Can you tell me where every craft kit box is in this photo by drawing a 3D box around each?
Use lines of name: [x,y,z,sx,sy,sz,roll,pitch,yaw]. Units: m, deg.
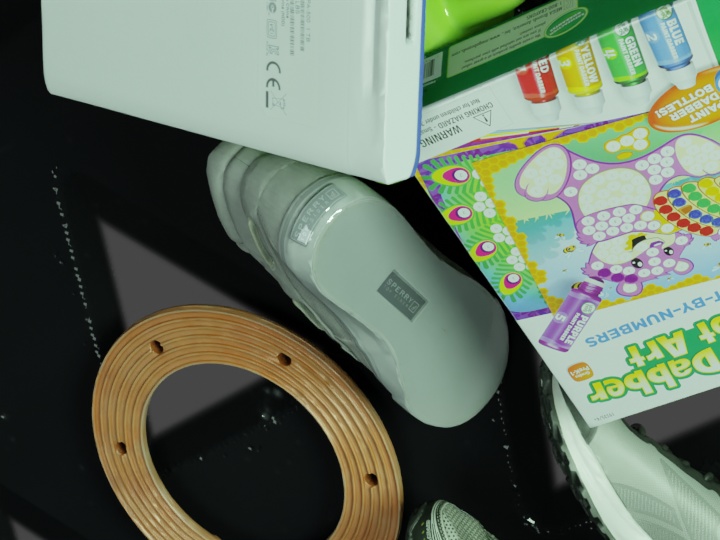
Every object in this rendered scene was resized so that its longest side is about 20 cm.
craft kit box: [0.142,-0.038,0.783,0.200,0.049,0.198,-22,128,24]

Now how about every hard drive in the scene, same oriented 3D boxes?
hard drive: [-0.058,-0.121,0.775,0.200,0.025,0.132,17,115,37]

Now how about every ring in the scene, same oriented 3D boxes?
ring: [-0.065,0.106,1.062,0.200,0.019,0.201,14,123,22]

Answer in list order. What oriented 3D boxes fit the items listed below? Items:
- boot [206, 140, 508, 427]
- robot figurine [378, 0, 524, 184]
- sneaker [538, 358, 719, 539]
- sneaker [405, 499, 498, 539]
boot: [0.000,0.000,0.916,0.096,0.074,0.200,37,170,40]
robot figurine: [-0.011,-0.131,0.838,0.200,0.116,0.176,-12,116,34]
sneaker: [0.156,0.118,0.927,0.079,0.074,0.200,-36,88,2]
sneaker: [0.110,0.182,0.984,0.200,0.078,0.085,36,121,-5]
